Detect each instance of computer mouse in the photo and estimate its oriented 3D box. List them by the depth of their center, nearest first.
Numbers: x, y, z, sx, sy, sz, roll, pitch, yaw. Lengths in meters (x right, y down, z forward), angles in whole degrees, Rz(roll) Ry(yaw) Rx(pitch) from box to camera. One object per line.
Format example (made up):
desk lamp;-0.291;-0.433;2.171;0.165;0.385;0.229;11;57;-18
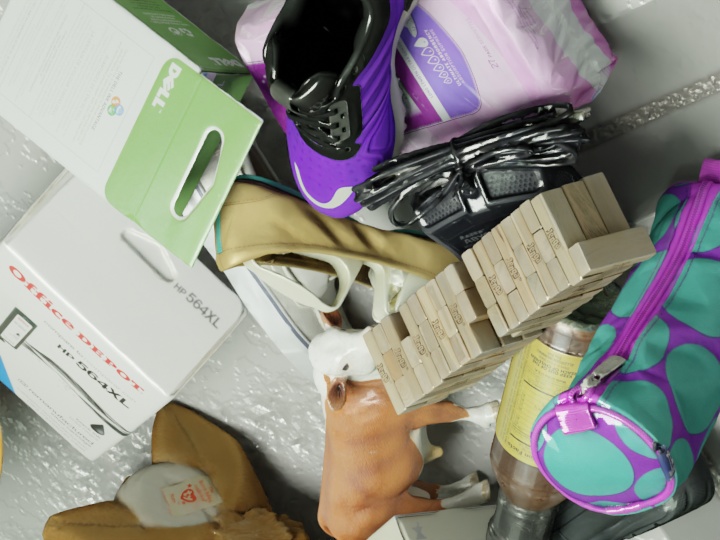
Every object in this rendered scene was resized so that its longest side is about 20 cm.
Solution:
computer mouse;0.089;-0.043;1.540;0.138;0.053;0.200;-16;153;17

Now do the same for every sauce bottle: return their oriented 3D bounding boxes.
sauce bottle;0.112;0.091;1.608;0.065;0.065;0.201;23;130;14

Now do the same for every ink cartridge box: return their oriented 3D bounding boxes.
ink cartridge box;-0.131;-0.099;1.598;0.200;0.059;0.104;38;111;26
ink cartridge box;-0.175;0.028;1.728;0.146;0.084;0.200;43;156;-4

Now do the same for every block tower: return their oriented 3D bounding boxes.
block tower;0.080;0.013;1.513;0.200;0.054;0.058;-38;73;49

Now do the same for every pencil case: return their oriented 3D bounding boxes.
pencil case;0.170;0.038;1.494;0.085;0.200;0.093;5;137;32

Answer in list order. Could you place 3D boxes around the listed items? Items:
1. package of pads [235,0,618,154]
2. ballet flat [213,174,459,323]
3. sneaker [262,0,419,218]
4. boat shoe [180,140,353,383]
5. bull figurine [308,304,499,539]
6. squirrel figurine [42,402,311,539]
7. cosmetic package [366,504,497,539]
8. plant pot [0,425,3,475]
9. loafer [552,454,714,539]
package of pads;0.035;-0.128;1.533;0.200;0.076;0.121;-18;111;38
ballet flat;0.000;0.000;1.604;0.199;0.063;0.069;16;161;-22
sneaker;-0.020;-0.104;1.462;0.069;0.100;0.201;25;129;19
boat shoe;-0.042;-0.010;1.676;0.070;0.071;0.200;-28;117;14
bull figurine;0.023;0.096;1.689;0.121;0.065;0.201;-1;134;-7
squirrel figurine;-0.103;0.221;1.844;0.199;0.142;0.187;22;139;18
cosmetic package;0.014;0.230;1.714;0.200;0.105;0.071;-45;59;40
plant pot;-0.353;0.118;1.858;0.200;0.200;0.183;47;172;-9
loafer;0.141;0.144;1.693;0.200;0.068;0.071;-34;76;47
